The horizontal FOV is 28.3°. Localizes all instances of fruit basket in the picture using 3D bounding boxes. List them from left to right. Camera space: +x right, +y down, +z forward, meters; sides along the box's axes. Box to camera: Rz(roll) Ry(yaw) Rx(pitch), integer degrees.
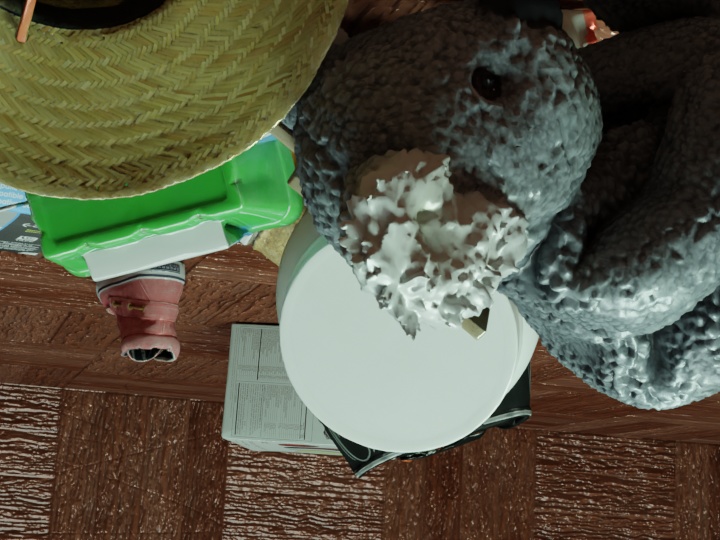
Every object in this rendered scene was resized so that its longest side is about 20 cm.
[{"bbox_3d":[-0.089,-0.050,0.756,0.183,0.095,0.200,-14,178,11],"label":"fruit basket"}]

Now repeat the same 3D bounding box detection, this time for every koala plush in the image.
[{"bbox_3d":[0.061,-0.037,0.528,0.198,0.178,0.185,3,126,-28],"label":"koala plush"}]

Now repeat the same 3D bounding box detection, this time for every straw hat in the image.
[{"bbox_3d":[-0.101,-0.131,0.488,0.198,0.203,0.085,5,-153,-7],"label":"straw hat"}]

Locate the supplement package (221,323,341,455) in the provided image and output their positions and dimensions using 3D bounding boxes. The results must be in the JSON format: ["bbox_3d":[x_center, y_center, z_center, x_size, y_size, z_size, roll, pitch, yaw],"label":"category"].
[{"bbox_3d":[-0.056,0.158,1.828,0.197,0.149,0.191,3,169,9],"label":"supplement package"}]

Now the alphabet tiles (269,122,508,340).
[{"bbox_3d":[0.025,-0.039,0.653,0.167,0.008,0.200,40,-159,-6],"label":"alphabet tiles"}]

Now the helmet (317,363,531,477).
[{"bbox_3d":[0.035,0.043,1.095,0.197,0.193,0.200,-18,169,-4],"label":"helmet"}]

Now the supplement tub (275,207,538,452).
[{"bbox_3d":[0.032,0.000,0.801,0.143,0.147,0.200,2,-159,8],"label":"supplement tub"}]

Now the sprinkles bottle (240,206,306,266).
[{"bbox_3d":[0.000,0.000,0.958,0.199,0.069,0.068,38,166,-2],"label":"sprinkles bottle"}]

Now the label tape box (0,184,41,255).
[{"bbox_3d":[-0.258,-0.063,0.965,0.142,0.067,0.199,9,169,-28],"label":"label tape box"}]

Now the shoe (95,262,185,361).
[{"bbox_3d":[-0.229,0.049,1.461,0.071,0.092,0.200,8,168,-22],"label":"shoe"}]

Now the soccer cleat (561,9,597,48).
[{"bbox_3d":[0.095,-0.077,0.765,0.077,0.070,0.200,-17,159,6],"label":"soccer cleat"}]
